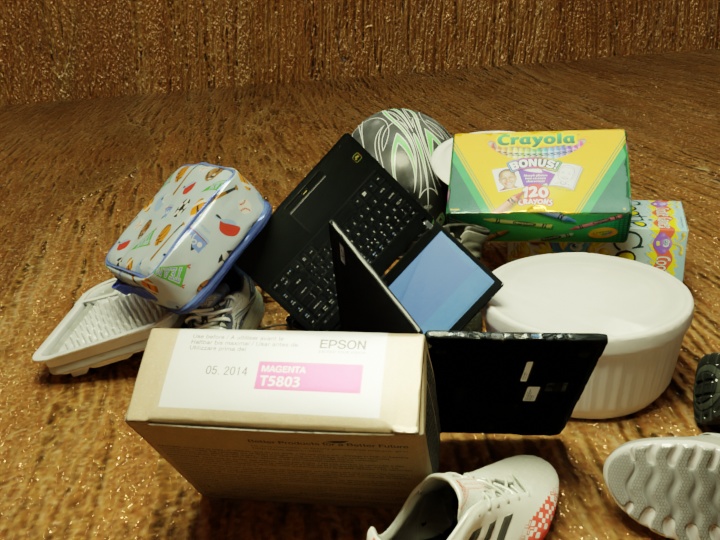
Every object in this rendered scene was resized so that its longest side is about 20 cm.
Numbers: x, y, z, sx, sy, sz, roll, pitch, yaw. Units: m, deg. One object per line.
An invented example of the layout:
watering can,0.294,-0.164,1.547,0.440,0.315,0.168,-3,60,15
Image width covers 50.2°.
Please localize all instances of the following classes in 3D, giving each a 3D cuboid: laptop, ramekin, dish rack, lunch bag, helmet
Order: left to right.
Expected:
dish rack,-0.259,0.051,0.873,0.169,0.044,0.200,-16,21,8
lunch bag,-0.187,-0.032,0.805,0.161,0.075,0.199,-55,28,-15
laptop,0.000,0.000,0.746,0.177,0.200,0.103,-46,8,4
helmet,0.060,-0.134,1.116,0.197,0.193,0.200,-2,23,1
laptop,0.076,0.053,0.626,0.197,0.178,0.104,1,58,3
ramekin,0.214,0.062,0.751,0.199,0.095,0.203,-2,22,1

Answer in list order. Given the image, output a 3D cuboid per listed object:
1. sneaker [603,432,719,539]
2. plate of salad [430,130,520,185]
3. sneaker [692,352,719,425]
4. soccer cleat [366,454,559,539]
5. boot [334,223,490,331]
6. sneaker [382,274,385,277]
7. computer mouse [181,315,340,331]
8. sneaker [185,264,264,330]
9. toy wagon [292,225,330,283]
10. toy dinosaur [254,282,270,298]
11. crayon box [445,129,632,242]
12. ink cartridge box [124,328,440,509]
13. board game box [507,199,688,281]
sneaker,0.278,0.156,0.571,0.197,0.076,0.082,4,7,4
plate of salad,0.190,-0.130,1.001,0.197,0.049,0.201,1,36,0
sneaker,0.340,0.091,0.604,0.089,0.077,0.200,10,-9,2
soccer cleat,0.075,0.167,0.527,0.199,0.086,0.068,-23,29,-39
boot,0.050,0.017,0.833,0.198,0.132,0.068,-14,24,-24
sneaker,-0.018,-0.039,1.004,0.072,0.113,0.200,-10,23,-13
computer mouse,-0.118,0.058,0.889,0.197,0.034,0.059,-5,21,-5
sneaker,-0.156,0.060,0.790,0.076,0.086,0.201,0,38,8
toy wagon,-0.035,-0.022,0.896,0.039,0.201,0.156,29,63,6
toy dinosaur,-0.145,0.000,0.949,0.199,0.061,0.106,31,14,-43
crayon box,0.202,-0.096,0.879,0.197,0.058,0.120,0,57,13
ink cartridge box,-0.043,0.113,0.564,0.197,0.165,0.076,1,56,10
board game box,0.282,-0.022,0.931,0.197,0.106,0.103,3,23,17
